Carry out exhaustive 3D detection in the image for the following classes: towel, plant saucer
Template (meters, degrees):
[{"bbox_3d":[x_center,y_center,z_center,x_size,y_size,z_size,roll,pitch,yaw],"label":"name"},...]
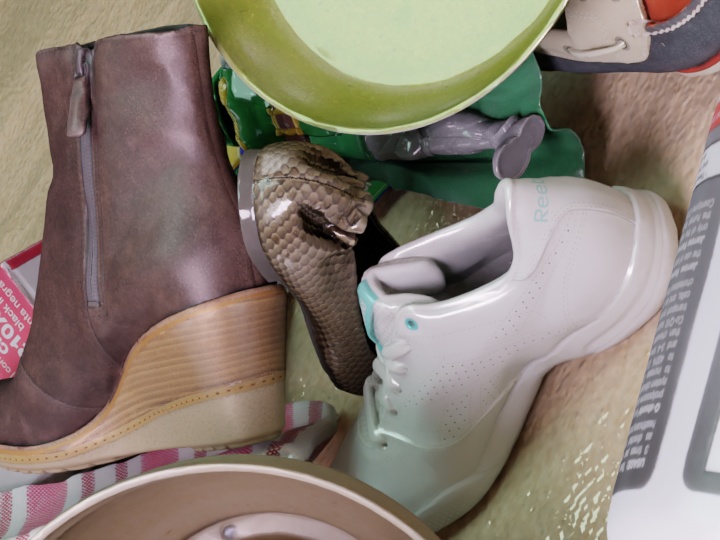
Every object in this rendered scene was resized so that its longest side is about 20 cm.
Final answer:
[{"bbox_3d":[-0.108,0.094,1.183,0.199,0.030,0.146,-19,4,6],"label":"towel"},{"bbox_3d":[0.016,-0.149,1.069,0.199,0.031,0.201,-3,85,36],"label":"plant saucer"}]

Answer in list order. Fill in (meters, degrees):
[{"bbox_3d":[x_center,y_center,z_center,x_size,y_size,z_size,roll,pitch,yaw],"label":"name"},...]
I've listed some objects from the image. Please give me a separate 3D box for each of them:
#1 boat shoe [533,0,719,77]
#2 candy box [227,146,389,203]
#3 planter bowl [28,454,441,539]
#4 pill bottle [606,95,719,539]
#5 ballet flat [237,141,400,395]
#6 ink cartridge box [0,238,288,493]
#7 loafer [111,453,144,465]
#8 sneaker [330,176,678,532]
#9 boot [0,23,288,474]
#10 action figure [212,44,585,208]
[{"bbox_3d":[0.096,-0.110,1.070,0.200,0.062,0.072,175,108,-72],"label":"boat shoe"},{"bbox_3d":[0.020,-0.147,1.268,0.200,0.077,0.170,-49,29,36],"label":"candy box"},{"bbox_3d":[-0.038,0.156,1.034,0.201,0.200,0.135,-64,-2,8],"label":"planter bowl"},{"bbox_3d":[0.136,0.048,0.832,0.116,0.116,0.201,-7,64,62],"label":"pill bottle"},{"bbox_3d":[0.000,0.000,1.118,0.046,0.200,0.068,-6,68,13],"label":"ballet flat"},{"bbox_3d":[-0.146,0.056,1.347,0.200,0.084,0.145,-45,-8,39],"label":"ink cartridge box"},{"bbox_3d":[-0.111,0.127,1.310,0.200,0.071,0.073,-58,27,20],"label":"loafer"},{"bbox_3d":[0.028,0.028,1.089,0.200,0.088,0.075,-50,39,35],"label":"sneaker"},{"bbox_3d":[-0.104,-0.007,1.161,0.200,0.072,0.167,-10,93,49],"label":"boot"},{"bbox_3d":[-0.006,-0.066,1.162,0.055,0.119,0.200,-31,20,-35],"label":"action figure"}]
